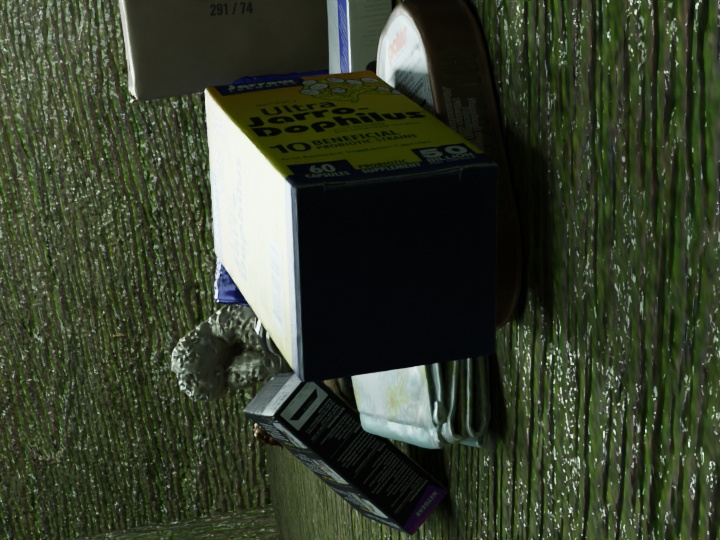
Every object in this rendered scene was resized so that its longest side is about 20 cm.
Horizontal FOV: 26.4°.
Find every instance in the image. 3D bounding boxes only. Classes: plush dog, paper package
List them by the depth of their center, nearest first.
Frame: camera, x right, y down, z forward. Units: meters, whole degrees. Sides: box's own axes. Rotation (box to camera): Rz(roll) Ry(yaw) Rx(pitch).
[{"bbox_3d":[-0.118,-0.261,1.340,0.103,0.200,0.191,-110,13,-58],"label":"paper package"},{"bbox_3d":[-0.055,0.089,1.493,0.172,0.200,0.160,55,132,10],"label":"plush dog"}]

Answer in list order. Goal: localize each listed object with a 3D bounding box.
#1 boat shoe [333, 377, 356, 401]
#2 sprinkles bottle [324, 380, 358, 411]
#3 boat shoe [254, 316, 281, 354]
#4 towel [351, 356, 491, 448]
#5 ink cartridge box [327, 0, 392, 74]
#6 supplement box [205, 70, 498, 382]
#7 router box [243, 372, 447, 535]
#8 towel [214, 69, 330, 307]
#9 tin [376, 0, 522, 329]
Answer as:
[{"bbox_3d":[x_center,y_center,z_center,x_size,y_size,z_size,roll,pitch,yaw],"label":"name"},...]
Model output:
[{"bbox_3d":[0.000,0.000,1.201,0.074,0.076,0.200,28,120,54],"label":"boat shoe"},{"bbox_3d":[-0.007,0.036,1.368,0.068,0.068,0.200,-116,18,-66],"label":"sprinkles bottle"},{"bbox_3d":[-0.059,0.005,1.402,0.200,0.057,0.067,-59,-35,-44],"label":"boat shoe"},{"bbox_3d":[0.032,0.031,1.044,0.200,0.048,0.171,176,86,-72],"label":"towel"},{"bbox_3d":[-0.002,-0.206,1.160,0.099,0.039,0.200,-108,13,-48],"label":"ink cartridge box"},{"bbox_3d":[-0.011,-0.033,0.851,0.200,0.109,0.110,-133,38,-63],"label":"supplement box"},{"bbox_3d":[-0.018,0.151,1.294,0.149,0.051,0.200,42,170,-6],"label":"router box"},{"bbox_3d":[-0.053,-0.067,1.296,0.050,0.148,0.200,9,-97,-56],"label":"towel"},{"bbox_3d":[0.049,-0.062,0.894,0.112,0.042,0.200,144,118,-67],"label":"tin"}]
